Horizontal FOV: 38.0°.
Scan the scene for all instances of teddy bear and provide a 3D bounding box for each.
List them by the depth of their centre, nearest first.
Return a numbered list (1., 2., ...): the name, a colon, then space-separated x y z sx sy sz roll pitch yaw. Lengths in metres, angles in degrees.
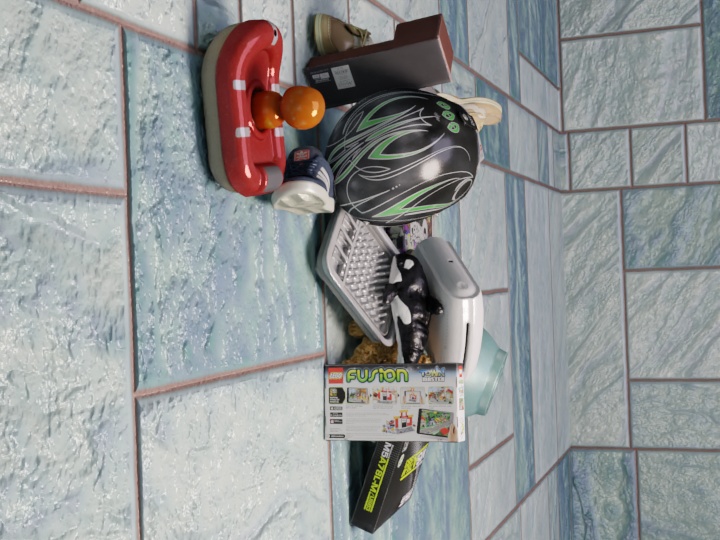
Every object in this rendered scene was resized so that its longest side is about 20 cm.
1. teddy bear: 0.044 0.116 1.603 0.200 0.145 0.067 -37 164 -44

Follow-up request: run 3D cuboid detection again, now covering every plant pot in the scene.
1. plant pot: 0.180 0.178 1.846 0.200 0.134 0.201 19 90 -79

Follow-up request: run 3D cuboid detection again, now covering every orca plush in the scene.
1. orca plush: 0.084 0.064 1.551 0.105 0.071 0.201 46 42 -42

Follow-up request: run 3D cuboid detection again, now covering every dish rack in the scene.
1. dish rack: 0.000 0.000 1.548 0.200 0.043 0.172 53 37 -34

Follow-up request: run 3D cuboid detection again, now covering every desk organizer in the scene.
1. desk organizer: 0.029 -0.296 1.485 0.077 0.199 0.072 -78 153 -47

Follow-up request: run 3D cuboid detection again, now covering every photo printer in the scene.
1. photo printer: 0.135 0.065 1.642 0.200 0.069 0.167 -115 -156 -57

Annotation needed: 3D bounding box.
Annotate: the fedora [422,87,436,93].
1. fedora: 0.078 -0.261 1.729 0.177 0.090 0.201 53 34 -39

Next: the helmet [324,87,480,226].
1. helmet: 0.048 -0.156 1.452 0.190 0.200 0.201 -9 98 -31

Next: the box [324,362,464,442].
1. box: 0.047 0.186 1.479 0.035 0.199 0.111 15 74 -69

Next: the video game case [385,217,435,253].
1. video game case: 0.092 -0.100 1.871 0.200 0.036 0.182 23 65 -68

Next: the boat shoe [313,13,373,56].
1. boat shoe: -0.012 -0.336 1.567 0.200 0.066 0.074 14 75 -69

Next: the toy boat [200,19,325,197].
1. toy boat: -0.103 -0.188 1.208 0.130 0.130 0.201 -24 110 -69

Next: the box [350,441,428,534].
1. box: 0.062 0.293 1.645 0.200 0.047 0.194 -10 117 -70

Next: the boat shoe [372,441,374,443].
1. boat shoe: 0.028 0.178 1.640 0.072 0.060 0.202 117 -5 -47

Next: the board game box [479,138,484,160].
1. board game box: 0.167 -0.222 1.941 0.200 0.034 0.127 -47 129 -47

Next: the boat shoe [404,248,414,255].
1. boat shoe: 0.100 0.059 1.786 0.076 0.073 0.201 -56 153 -48

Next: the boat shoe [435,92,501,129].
1. boat shoe: 0.181 -0.269 1.871 0.199 0.074 0.070 -2 75 -40

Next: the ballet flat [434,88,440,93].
1. ballet flat: 0.135 -0.246 1.992 0.064 0.067 0.201 -30 119 -37

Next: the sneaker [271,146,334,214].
1. sneaker: -0.075 -0.121 1.348 0.200 0.075 0.085 26 60 -87
